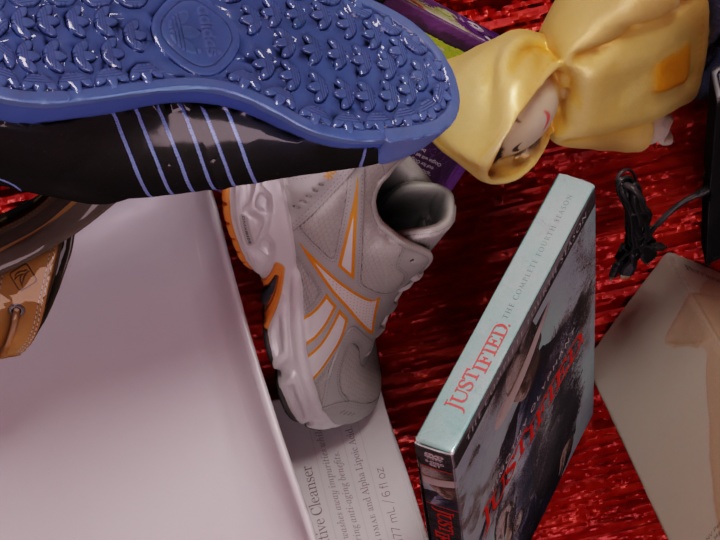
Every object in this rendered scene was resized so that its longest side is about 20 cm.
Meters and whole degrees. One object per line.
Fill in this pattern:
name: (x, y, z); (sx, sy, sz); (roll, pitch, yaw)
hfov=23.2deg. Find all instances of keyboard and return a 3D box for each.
keyboard: (0.163, -0.046, 0.779); (0.127, 0.021, 0.200); (-28, 158, -1)

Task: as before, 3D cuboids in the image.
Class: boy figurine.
boy figurine: (0.120, -0.092, 0.748); (0.199, 0.065, 0.125); (-16, 146, -19)

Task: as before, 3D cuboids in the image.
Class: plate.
plate: (-0.129, 0.073, 0.775); (0.199, 0.200, 0.032); (-20, 170, 13)

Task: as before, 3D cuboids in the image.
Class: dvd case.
dvd case: (0.070, 0.071, 0.800); (0.022, 0.146, 0.200); (20, 150, 20)

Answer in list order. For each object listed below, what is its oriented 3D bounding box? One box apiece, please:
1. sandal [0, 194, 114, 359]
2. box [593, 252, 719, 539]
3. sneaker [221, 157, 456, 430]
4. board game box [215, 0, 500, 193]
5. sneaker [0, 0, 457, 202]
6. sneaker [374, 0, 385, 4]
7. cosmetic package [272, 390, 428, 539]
sandal: (-0.141, 0.002, 0.734); (0.200, 0.082, 0.055); (-33, 101, -3)
box: (0.186, 0.087, 0.824); (0.095, 0.200, 0.078); (21, 116, -24)
sneaker: (0.000, 0.000, 0.766); (0.091, 0.076, 0.200); (-8, 140, 6)
board game box: (-0.037, -0.087, 0.768); (0.199, 0.032, 0.120); (24, 111, -24)
sneaker: (-0.065, -0.063, 0.651); (0.199, 0.070, 0.078); (3, 155, -25)
sneaker: (-0.012, -0.182, 0.682); (0.111, 0.073, 0.201); (12, 110, -25)
cosmetic package: (-0.072, 0.137, 0.847); (0.199, 0.113, 0.081); (-14, 142, -6)
